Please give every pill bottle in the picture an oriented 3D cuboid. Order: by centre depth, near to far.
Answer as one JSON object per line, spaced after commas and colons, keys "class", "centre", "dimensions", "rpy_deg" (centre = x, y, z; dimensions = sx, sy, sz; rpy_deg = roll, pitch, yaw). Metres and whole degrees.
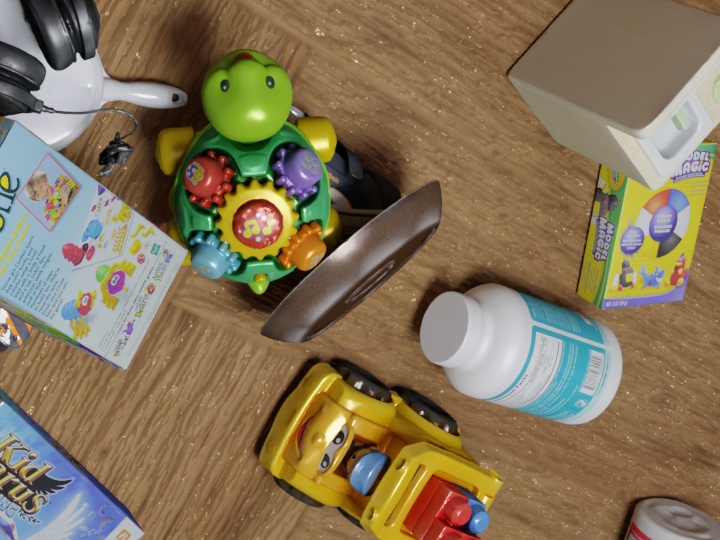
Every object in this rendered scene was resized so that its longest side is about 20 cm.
{"class": "pill bottle", "centre": [0.153, 0.078, 1.326], "dimensions": [0.199, 0.111, 0.112], "rpy_deg": [19, 100, -36]}
{"class": "pill bottle", "centre": [0.342, 0.375, 1.576], "dimensions": [0.110, 0.111, 0.202], "rpy_deg": [4, 109, -33]}

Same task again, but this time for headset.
{"class": "headset", "centre": [-0.236, -0.153, 0.971], "dimensions": [0.124, 0.094, 0.200], "rpy_deg": [-45, 97, -13]}

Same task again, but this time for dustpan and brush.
{"class": "dustpan and brush", "centre": [-0.220, -0.141, 1.042], "dimensions": [0.198, 0.057, 0.141], "rpy_deg": [4, 97, -26]}

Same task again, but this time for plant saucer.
{"class": "plant saucer", "centre": [0.000, 0.000, 1.161], "dimensions": [0.200, 0.200, 0.032], "rpy_deg": [-40, 85, -11]}

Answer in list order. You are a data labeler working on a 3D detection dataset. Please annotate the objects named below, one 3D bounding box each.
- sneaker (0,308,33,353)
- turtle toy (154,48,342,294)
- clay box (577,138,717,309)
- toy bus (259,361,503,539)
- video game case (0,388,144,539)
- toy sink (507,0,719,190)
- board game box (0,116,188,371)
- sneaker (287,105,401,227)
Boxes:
{"class": "sneaker", "centre": [-0.311, 0.035, 1.023], "dimensions": [0.200, 0.077, 0.113], "rpy_deg": [-44, 130, -26]}
{"class": "turtle toy", "centre": [-0.084, -0.072, 1.048], "dimensions": [0.144, 0.101, 0.202], "rpy_deg": [-6, 113, -7]}
{"class": "clay box", "centre": [0.294, -0.065, 1.389], "dimensions": [0.114, 0.048, 0.202], "rpy_deg": [-5, 114, -30]}
{"class": "toy bus", "centre": [0.033, 0.195, 1.256], "dimensions": [0.199, 0.192, 0.136], "rpy_deg": [29, 96, -36]}
{"class": "video game case", "centre": [-0.310, 0.221, 1.146], "dimensions": [0.181, 0.045, 0.200], "rpy_deg": [-44, 126, -9]}
{"class": "toy sink", "centre": [0.254, -0.162, 1.226], "dimensions": [0.131, 0.200, 0.112], "rpy_deg": [-48, 127, -5]}
{"class": "board game box", "centre": [-0.235, -0.024, 0.966], "dimensions": [0.200, 0.102, 0.106], "rpy_deg": [42, 71, -52]}
{"class": "sneaker", "centre": [-0.041, -0.090, 1.151], "dimensions": [0.199, 0.078, 0.080], "rpy_deg": [7, 113, -32]}
